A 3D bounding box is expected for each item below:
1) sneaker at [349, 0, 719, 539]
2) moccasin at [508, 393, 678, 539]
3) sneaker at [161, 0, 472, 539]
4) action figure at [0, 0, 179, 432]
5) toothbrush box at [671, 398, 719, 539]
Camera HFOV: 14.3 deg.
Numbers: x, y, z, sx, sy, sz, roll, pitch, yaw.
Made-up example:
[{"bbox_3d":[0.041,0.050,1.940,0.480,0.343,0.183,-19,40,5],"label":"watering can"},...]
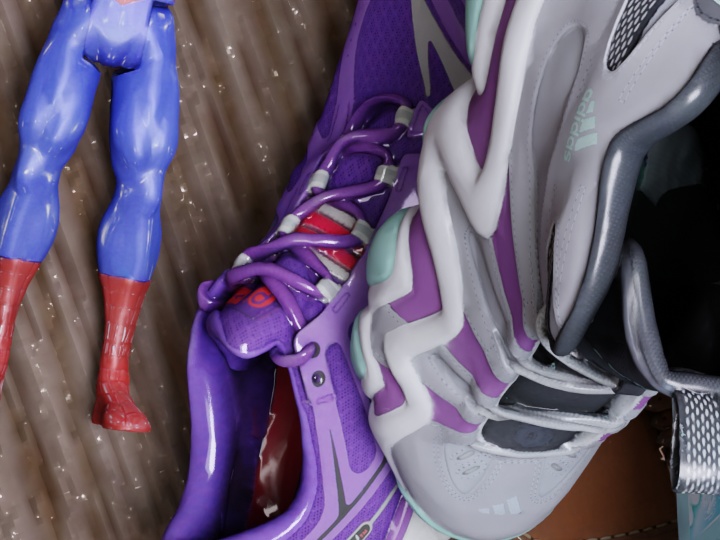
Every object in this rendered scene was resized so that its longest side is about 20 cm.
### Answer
[{"bbox_3d":[0.056,0.015,0.666,0.078,0.140,0.200,-3,127,-16],"label":"sneaker"},{"bbox_3d":[0.125,0.031,0.797,0.201,0.078,0.074,-14,81,-9],"label":"moccasin"},{"bbox_3d":[0.000,0.000,0.764,0.083,0.081,0.200,15,90,-48],"label":"sneaker"},{"bbox_3d":[-0.063,-0.058,0.760,0.065,0.099,0.200,9,88,-11],"label":"action figure"},{"bbox_3d":[0.157,0.058,0.690,0.146,0.085,0.200,10,59,-15],"label":"toothbrush box"}]
